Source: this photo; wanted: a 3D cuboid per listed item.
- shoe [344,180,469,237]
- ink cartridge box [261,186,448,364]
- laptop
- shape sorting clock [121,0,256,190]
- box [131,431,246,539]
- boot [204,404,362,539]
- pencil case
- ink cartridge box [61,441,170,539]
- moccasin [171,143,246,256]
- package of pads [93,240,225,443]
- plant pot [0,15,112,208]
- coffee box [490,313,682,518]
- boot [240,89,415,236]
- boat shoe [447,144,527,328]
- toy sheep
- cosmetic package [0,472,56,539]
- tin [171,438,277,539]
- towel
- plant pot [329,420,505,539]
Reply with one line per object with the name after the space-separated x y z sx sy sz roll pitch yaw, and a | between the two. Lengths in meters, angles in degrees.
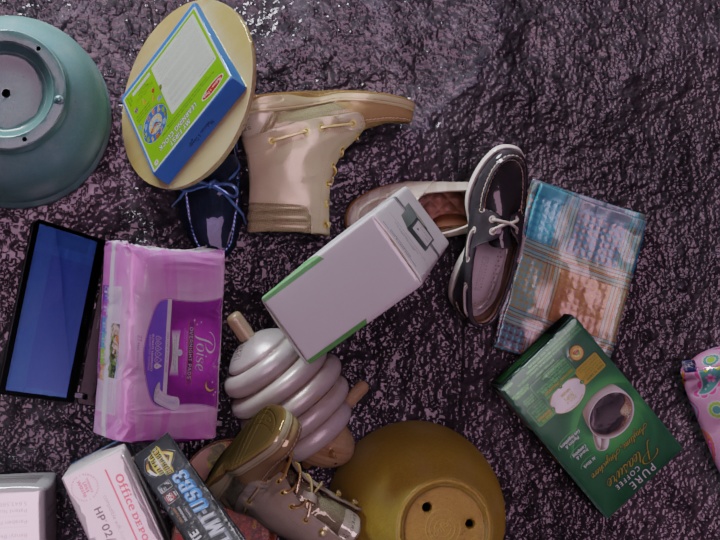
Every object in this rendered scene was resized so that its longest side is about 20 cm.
0.081 -0.069 1.346 0.198 0.053 0.071 -7 87 -11 | shoe
0.000 0.000 1.234 0.146 0.200 0.084 -36 93 16 | ink cartridge box
-0.252 0.056 1.249 0.198 0.103 0.179 11 84 -9 | laptop
-0.178 -0.181 1.254 0.039 0.199 0.202 19 81 -45 | shape sorting clock
-0.118 0.275 1.134 0.050 0.200 0.199 -35 132 -12 | box
-0.061 0.216 1.197 0.154 0.200 0.072 33 54 -7 | boot
0.436 0.181 1.379 0.087 0.087 0.201 -22 91 -11 | pencil case
-0.238 0.234 1.189 0.067 0.200 0.116 -25 90 -11 | ink cartridge box
-0.167 -0.114 1.295 0.080 0.068 0.202 -7 87 -11 | moccasin
-0.202 0.072 1.233 0.120 0.075 0.202 3 89 -36 | package of pads
-0.354 -0.170 1.232 0.199 0.134 0.202 1 86 -11 | plant pot
0.253 0.163 1.356 0.123 0.044 0.200 -43 98 -6 | coffee box
-0.033 -0.116 1.320 0.198 0.073 0.157 -4 91 -19 | boot
0.144 -0.034 1.310 0.073 0.060 0.201 9 112 -20 | boat shoe
-0.075 0.124 1.267 0.138 0.138 0.200 -39 97 -11 | toy sheep
-0.381 0.306 1.175 0.164 0.165 0.202 -1 85 -10 | cosmetic package
-0.146 0.279 1.287 0.111 0.042 0.202 10 84 -14 | tin
0.240 0.010 1.386 0.146 0.022 0.202 17 83 -8 | towel
0.073 0.262 1.275 0.198 0.142 0.202 1 86 -11 | plant pot
